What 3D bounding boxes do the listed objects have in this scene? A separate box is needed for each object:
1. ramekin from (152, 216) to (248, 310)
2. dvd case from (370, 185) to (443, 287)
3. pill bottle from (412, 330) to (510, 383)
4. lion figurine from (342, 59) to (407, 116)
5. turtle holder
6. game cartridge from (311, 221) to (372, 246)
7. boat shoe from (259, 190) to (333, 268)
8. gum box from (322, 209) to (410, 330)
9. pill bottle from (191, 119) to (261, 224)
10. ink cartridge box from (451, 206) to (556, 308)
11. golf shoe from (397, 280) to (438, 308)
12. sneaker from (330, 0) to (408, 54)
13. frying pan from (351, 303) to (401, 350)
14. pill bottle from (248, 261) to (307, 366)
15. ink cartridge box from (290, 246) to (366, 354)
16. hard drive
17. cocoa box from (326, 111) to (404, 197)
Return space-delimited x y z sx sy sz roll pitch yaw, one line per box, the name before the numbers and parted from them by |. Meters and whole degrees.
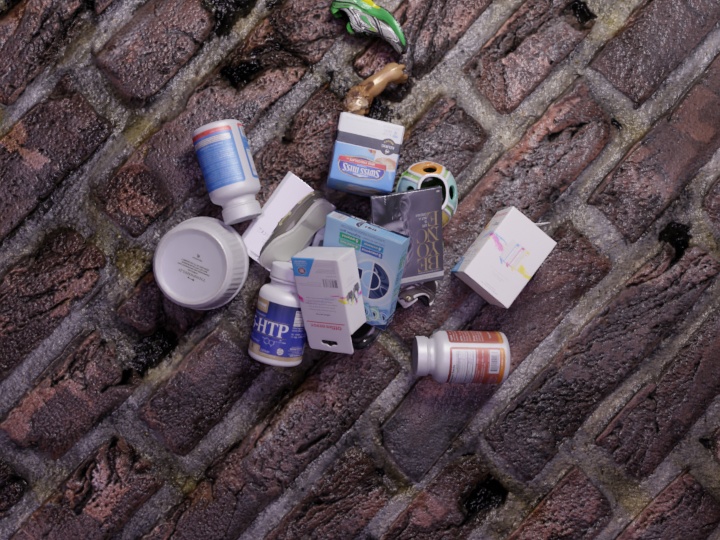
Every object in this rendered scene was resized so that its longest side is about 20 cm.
ramekin | -0.342 -0.013 1.333 0.199 0.094 0.206 0 94 3
dvd case | 0.098 -0.063 1.286 0.147 0.016 0.203 -10 115 -12
pill bottle | 0.216 0.188 1.379 0.197 0.112 0.114 2 91 -4
lion figurine | 0.036 -0.395 1.351 0.072 0.122 0.200 43 87 -3
turtle holder | 0.138 -0.141 1.357 0.139 0.132 0.188 23 89 -5
game cartridge | -0.048 -0.015 1.382 0.131 0.041 0.203 7 96 -5
boat shoe | -0.143 -0.087 1.348 0.201 0.072 0.061 -43 49 11
gum box | 0.000 0.000 1.277 0.168 0.045 0.202 21 122 19
pill bottle | -0.277 -0.205 1.337 0.111 0.112 0.203 -16 91 -4
ink cartridge box | 0.316 -0.038 1.374 0.125 0.129 0.201 38 87 -4
golf shoe | 0.082 0.031 1.358 0.197 0.078 0.096 7 83 -20
sneaker | 0.022 -0.533 1.380 0.199 0.078 0.086 39 95 5
frying pan | 0.027 0.090 1.387 0.190 0.031 0.115 -49 128 -8
pill bottle | -0.162 0.089 1.335 0.118 0.120 0.203 11 97 -4
ink cartridge box | -0.059 0.058 1.268 0.114 0.068 0.203 4 114 31
hard drive | -0.163 -0.097 1.390 0.131 0.026 0.201 36 88 -4
cocoa box | 0.005 -0.230 1.312 0.132 0.200 0.133 12 91 -5
